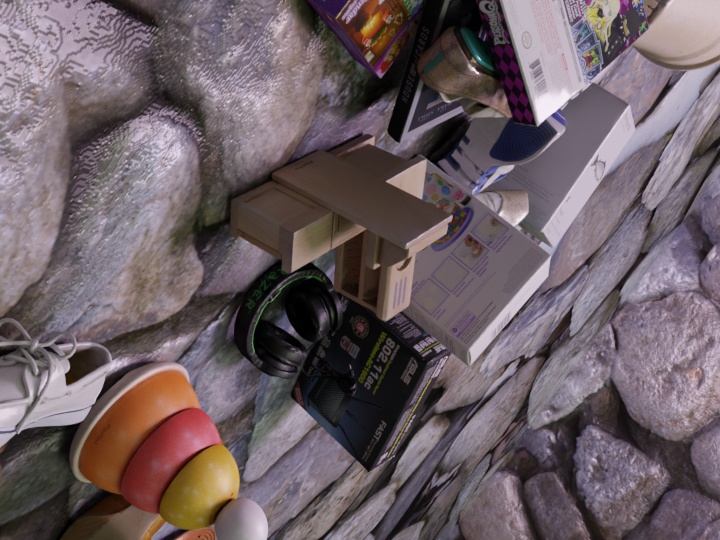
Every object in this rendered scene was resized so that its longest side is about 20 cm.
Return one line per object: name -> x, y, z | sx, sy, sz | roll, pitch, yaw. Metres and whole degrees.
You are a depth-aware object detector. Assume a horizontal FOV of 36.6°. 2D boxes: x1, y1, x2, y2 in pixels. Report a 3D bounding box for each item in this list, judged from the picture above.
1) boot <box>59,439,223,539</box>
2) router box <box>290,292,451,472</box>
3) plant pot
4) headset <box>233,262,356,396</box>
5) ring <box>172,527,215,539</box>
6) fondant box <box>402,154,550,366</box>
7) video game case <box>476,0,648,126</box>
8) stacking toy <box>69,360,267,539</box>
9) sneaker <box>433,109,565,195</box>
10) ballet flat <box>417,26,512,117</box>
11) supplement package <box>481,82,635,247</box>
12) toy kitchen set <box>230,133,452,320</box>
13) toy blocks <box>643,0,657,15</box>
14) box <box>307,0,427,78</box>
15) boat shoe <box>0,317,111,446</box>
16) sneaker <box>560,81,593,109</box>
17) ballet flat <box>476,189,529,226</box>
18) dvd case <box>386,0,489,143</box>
boot -> -0.236, 0.262, 1.192 | 0.201, 0.071, 0.144 | -42, 174, 8
router box -> 0.011, 0.130, 1.365 | 0.062, 0.150, 0.201 | -24, 146, -49
plant pot -> 0.341, -0.332, 1.251 | 0.182, 0.200, 0.202 | -12, 137, -48
headset -> -0.062, 0.074, 1.199 | 0.124, 0.094, 0.200 | -46, 148, -11
ring -> -0.269, 0.412, 1.437 | 0.200, 0.019, 0.201 | -42, 158, -21
fondant box -> 0.094, -0.014, 1.228 | 0.144, 0.200, 0.058 | -46, 161, -12
video game case -> 0.174, -0.261, 0.964 | 0.181, 0.036, 0.201 | -41, 124, -27
stacking toy -> -0.166, 0.198, 1.036 | 0.146, 0.200, 0.147 | -42, 158, -21
sneaker -> 0.161, -0.152, 1.296 | 0.199, 0.081, 0.115 | -38, -177, 39
ballet flat -> 0.112, -0.178, 1.021 | 0.067, 0.069, 0.199 | -34, 157, 24
supplement package -> 0.263, -0.152, 1.464 | 0.201, 0.117, 0.117 | -56, 159, 2
toy kitchen set -> 0.000, 0.000, 1.051 | 0.199, 0.162, 0.182 | -31, 137, -42
toy blocks -> 0.264, -0.321, 1.121 | 0.201, 0.136, 0.100 | -54, -166, 31
box -> 0.047, -0.274, 0.923 | 0.201, 0.039, 0.137 | -52, 161, 2
boat shoe -> -0.253, 0.079, 0.835 | 0.087, 0.074, 0.202 | -55, 162, 11
sneaker -> 0.244, -0.243, 1.352 | 0.201, 0.066, 0.090 | -51, 162, 5
ballet flat -> 0.123, -0.057, 1.349 | 0.198, 0.068, 0.063 | -29, 135, -5
dvd case -> 0.105, -0.221, 1.031 | 0.149, 0.025, 0.201 | -30, 154, -31
